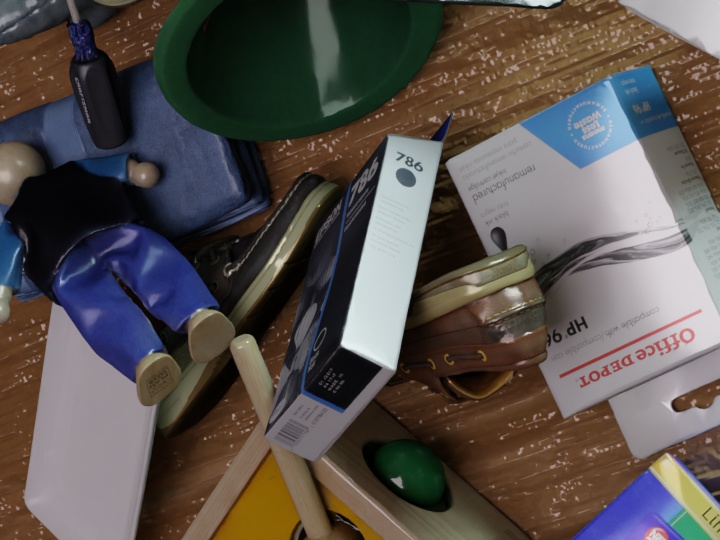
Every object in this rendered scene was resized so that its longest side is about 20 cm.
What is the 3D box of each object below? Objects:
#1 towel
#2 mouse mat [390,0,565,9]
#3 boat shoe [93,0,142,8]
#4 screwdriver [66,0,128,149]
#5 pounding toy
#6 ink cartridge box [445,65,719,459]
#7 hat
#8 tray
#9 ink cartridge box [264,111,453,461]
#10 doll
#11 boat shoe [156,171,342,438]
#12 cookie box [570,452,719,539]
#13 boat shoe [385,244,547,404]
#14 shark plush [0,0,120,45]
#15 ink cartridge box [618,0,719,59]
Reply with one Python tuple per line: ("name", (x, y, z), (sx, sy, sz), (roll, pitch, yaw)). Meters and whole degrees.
("towel", (-0.154, -0.060, 1.581), (0.199, 0.048, 0.112), (-19, 89, 29))
("mouse mat", (0.017, -0.221, 1.400), (0.198, 0.008, 0.162), (3, 71, -7))
("boat shoe", (-0.121, -0.252, 1.470), (0.071, 0.076, 0.201), (14, 76, 20))
("screwdriver", (-0.168, -0.158, 1.485), (0.028, 0.029, 0.201), (-18, 124, -6))
("pounding toy", (-0.022, 0.157, 1.498), (0.184, 0.142, 0.201), (40, 114, 15))
("ink cartridge box", (0.146, 0.002, 1.429), (0.116, 0.068, 0.201), (-27, 87, 28))
("hat", (-0.046, -0.204, 1.492), (0.200, 0.165, 0.177), (-50, 42, 42))
("tray", (-0.160, 0.098, 1.591), (0.107, 0.022, 0.201), (40, 132, 33))
("ink cartridge box", (0.000, 0.000, 1.425), (0.039, 0.201, 0.100), (26, 136, -12))
("doll", (-0.165, -0.009, 1.517), (0.136, 0.049, 0.200), (-39, 60, -8))
("boat shoe", (-0.083, 0.014, 1.544), (0.065, 0.073, 0.200), (40, 114, 10))
("cookie box", (0.157, 0.231, 1.423), (0.200, 0.075, 0.171), (-43, 78, 3))
("boat shoe", (0.051, 0.043, 1.433), (0.068, 0.072, 0.200), (66, 159, 5))
("shark plush", (-0.132, -0.186, 1.530), (0.198, 0.083, 0.091), (-12, 112, 12))
("ink cartridge box", (0.229, -0.211, 1.307), (0.085, 0.147, 0.201), (31, 112, 20))
